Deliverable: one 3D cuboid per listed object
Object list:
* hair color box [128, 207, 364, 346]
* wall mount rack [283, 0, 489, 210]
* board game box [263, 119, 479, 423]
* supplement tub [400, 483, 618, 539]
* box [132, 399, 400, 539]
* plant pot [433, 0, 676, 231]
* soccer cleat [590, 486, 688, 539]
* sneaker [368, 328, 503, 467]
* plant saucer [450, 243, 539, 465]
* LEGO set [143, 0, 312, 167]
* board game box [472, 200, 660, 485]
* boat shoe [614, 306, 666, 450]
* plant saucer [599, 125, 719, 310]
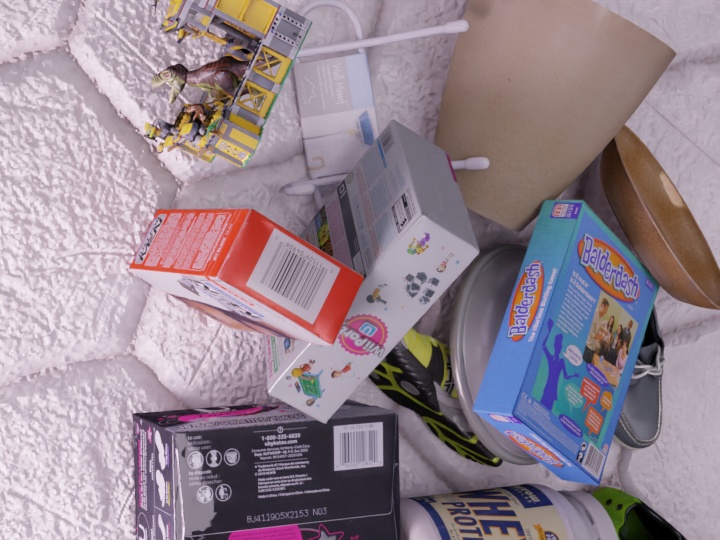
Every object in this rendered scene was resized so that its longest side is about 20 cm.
[{"bbox_3d":[-0.095,0.003,1.220,0.111,0.200,0.064,31,79,-24],"label":"hair color box"},{"bbox_3d":[0.011,-0.136,1.313,0.173,0.075,0.201,-10,98,-4],"label":"wall mount rack"},{"bbox_3d":[0.000,0.000,1.249,0.064,0.148,0.200,30,116,-25],"label":"board game box"},{"bbox_3d":[0.115,0.266,1.369,0.199,0.145,0.146,-3,95,-26],"label":"supplement tub"},{"bbox_3d":[-0.080,0.178,1.287,0.199,0.115,0.133,-2,93,-27],"label":"box"},{"bbox_3d":[0.147,-0.143,1.354,0.187,0.187,0.201,23,99,-25],"label":"plant pot"},{"bbox_3d":[0.295,0.279,1.490,0.200,0.081,0.068,40,77,-22],"label":"soccer cleat"},{"bbox_3d":[0.071,0.093,1.384,0.200,0.075,0.077,46,67,-32],"label":"sneaker"},{"bbox_3d":[0.159,0.074,1.388,0.200,0.050,0.201,9,78,-48],"label":"plant saucer"},{"bbox_3d":[-0.130,-0.162,1.204,0.116,0.200,0.154,26,95,-17],"label":"LEGO set"},{"bbox_3d":[0.182,0.063,1.332,0.152,0.045,0.201,40,64,-41],"label":"board game box"},{"bbox_3d":[0.254,0.079,1.468,0.073,0.062,0.201,-17,100,-23],"label":"boat shoe"},{"bbox_3d":[0.273,-0.044,1.427,0.035,0.200,0.200,-31,111,21],"label":"plant saucer"}]
